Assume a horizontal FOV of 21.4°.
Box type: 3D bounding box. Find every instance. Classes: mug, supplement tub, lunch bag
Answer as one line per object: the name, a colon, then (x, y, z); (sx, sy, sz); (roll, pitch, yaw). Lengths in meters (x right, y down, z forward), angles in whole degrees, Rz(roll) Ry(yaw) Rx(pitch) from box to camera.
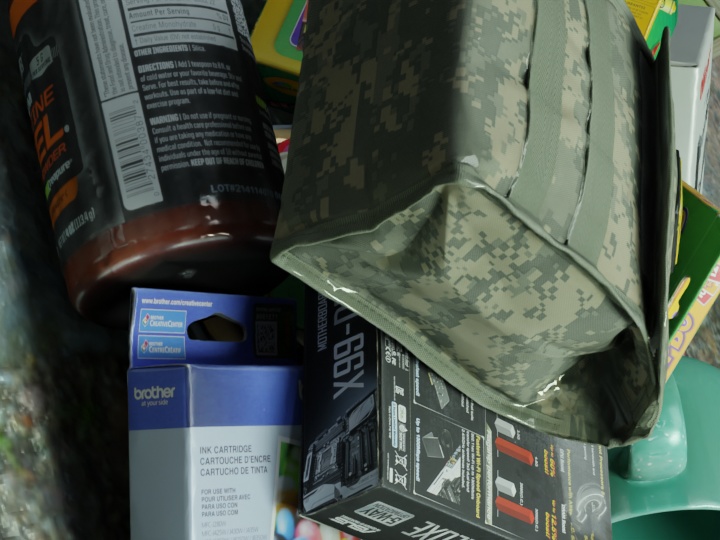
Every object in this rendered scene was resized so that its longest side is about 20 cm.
mug: (0.154, 0.105, 1.015); (0.151, 0.185, 0.115); (13, 50, -26)
supplement tub: (-0.097, -0.082, 0.852); (0.107, 0.106, 0.202); (12, 57, -52)
lunch bag: (0.071, -0.039, 0.791); (0.200, 0.117, 0.165); (35, 48, -37)

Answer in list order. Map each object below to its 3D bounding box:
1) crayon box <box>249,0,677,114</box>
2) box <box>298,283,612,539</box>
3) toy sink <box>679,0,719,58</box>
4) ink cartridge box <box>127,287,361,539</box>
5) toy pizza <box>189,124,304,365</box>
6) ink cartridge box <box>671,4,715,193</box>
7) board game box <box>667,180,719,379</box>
crayon box: (0.052, -0.121, 0.988); (0.058, 0.198, 0.120); (68, 44, -68)
box: (0.045, 0.032, 0.854); (0.157, 0.050, 0.202); (27, 52, -40)
toy sink: (0.172, -0.232, 1.343); (0.200, 0.130, 0.113); (46, 35, -27)
ink cartridge box: (-0.045, 0.108, 0.799); (0.119, 0.042, 0.202); (6, 78, -54)
toy pizza: (0.000, 0.000, 0.929); (0.199, 0.032, 0.201); (17, 46, -18)
ink cartridge box: (0.158, -0.048, 1.123); (0.144, 0.083, 0.202); (-57, 149, -65)
board game box: (0.133, -0.005, 0.950); (0.030, 0.096, 0.200); (26, 11, -15)
